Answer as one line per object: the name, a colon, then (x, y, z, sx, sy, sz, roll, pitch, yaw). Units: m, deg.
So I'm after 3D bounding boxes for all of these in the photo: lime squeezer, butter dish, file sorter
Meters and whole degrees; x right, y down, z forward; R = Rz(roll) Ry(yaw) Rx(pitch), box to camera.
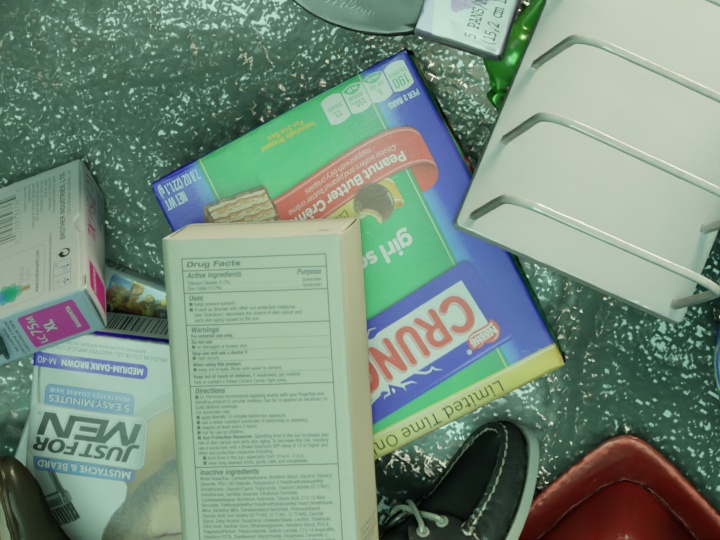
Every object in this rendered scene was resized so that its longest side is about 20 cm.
lime squeezer: (0.105, -0.101, 1.653, 0.070, 0.038, 0.201, -9, 101, -23)
butter dish: (0.146, 0.232, 1.653, 0.199, 0.148, 0.200, -42, 94, 12)
file sorter: (0.160, -0.094, 1.558, 0.138, 0.125, 0.201, 23, 82, -6)

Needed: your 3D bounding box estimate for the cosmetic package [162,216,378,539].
cosmetic package: (-0.048, 0.075, 1.588, 0.103, 0.073, 0.201, -1, 97, 9)

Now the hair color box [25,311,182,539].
hair color box: (-0.140, 0.129, 1.691, 0.109, 0.065, 0.201, 6, 104, 5)

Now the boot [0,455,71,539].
boot: (-0.140, 0.178, 1.641, 0.097, 0.075, 0.201, -24, 106, -1)

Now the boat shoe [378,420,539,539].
boat shoe: (0.033, 0.170, 1.672, 0.060, 0.074, 0.201, 31, 91, -26)

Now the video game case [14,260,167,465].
video game case: (-0.094, 0.091, 1.719, 0.199, 0.018, 0.144, 20, 104, 2)

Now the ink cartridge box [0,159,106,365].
ink cartridge box: (-0.243, 0.016, 1.671, 0.199, 0.120, 0.042, -18, 129, 9)

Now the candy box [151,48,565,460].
candy box: (0.000, 0.000, 1.648, 0.168, 0.077, 0.201, -27, 93, 7)

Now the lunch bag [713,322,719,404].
lunch bag: (0.305, 0.076, 1.634, 0.199, 0.082, 0.162, -18, 98, 8)

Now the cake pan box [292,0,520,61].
cake pan box: (0.020, -0.230, 1.606, 0.183, 0.052, 0.201, 19, 92, 5)
